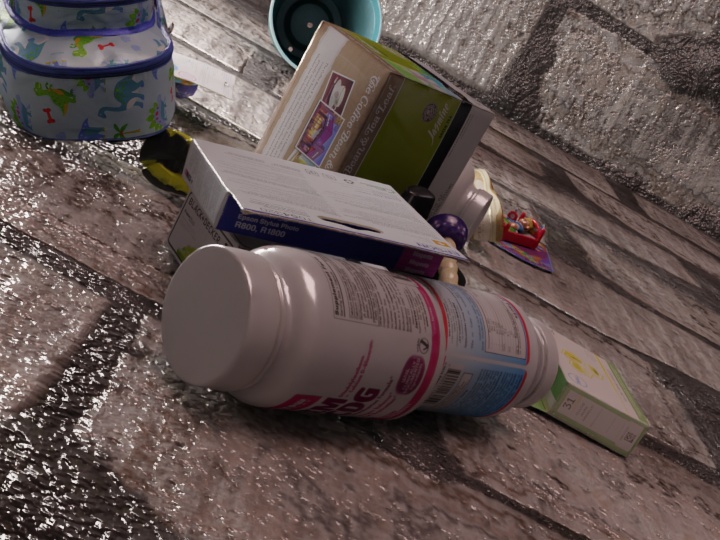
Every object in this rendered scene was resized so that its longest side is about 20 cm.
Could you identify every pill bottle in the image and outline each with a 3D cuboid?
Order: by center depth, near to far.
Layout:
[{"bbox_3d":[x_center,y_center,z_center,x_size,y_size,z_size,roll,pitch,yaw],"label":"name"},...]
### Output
[{"bbox_3d":[-0.039,0.045,0.894,0.198,0.114,0.113,13,23,-46],"label":"pill bottle"},{"bbox_3d":[0.082,0.068,1.054,0.198,0.110,0.109,14,22,-47],"label":"pill bottle"},{"bbox_3d":[0.072,-0.120,1.605,0.199,0.112,0.111,34,16,9],"label":"pill bottle"}]

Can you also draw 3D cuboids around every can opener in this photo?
[{"bbox_3d":[0.010,-0.057,1.274,0.063,0.080,0.199,26,14,26],"label":"can opener"}]

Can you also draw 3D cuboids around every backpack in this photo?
[{"bbox_3d":[-0.266,-0.220,1.182,0.180,0.149,0.201,-6,40,-18],"label":"backpack"}]

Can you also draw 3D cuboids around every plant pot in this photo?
[{"bbox_3d":[-0.078,-0.441,2.195,0.198,0.202,0.188,26,1,-15],"label":"plant pot"}]

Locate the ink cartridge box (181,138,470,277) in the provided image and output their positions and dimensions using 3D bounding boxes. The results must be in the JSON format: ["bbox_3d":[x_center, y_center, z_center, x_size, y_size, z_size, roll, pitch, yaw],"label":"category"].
[{"bbox_3d":[-0.035,-0.044,1.009,0.194,0.044,0.200,12,18,-22],"label":"ink cartridge box"}]

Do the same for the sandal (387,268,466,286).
[{"bbox_3d":[0.072,-0.006,1.373,0.075,0.048,0.200,36,17,20],"label":"sandal"}]

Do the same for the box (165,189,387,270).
[{"bbox_3d":[-0.061,0.001,1.085,0.198,0.061,0.117,18,20,-39],"label":"box"}]

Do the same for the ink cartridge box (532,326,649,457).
[{"bbox_3d":[0.188,0.101,1.265,0.198,0.048,0.146,30,16,-13],"label":"ink cartridge box"}]

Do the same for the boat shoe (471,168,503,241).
[{"bbox_3d":[0.153,-0.096,1.751,0.068,0.075,0.200,-3,20,-5],"label":"boat shoe"}]

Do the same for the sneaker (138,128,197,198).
[{"bbox_3d":[-0.118,-0.080,1.203,0.199,0.075,0.084,35,16,14],"label":"sneaker"}]

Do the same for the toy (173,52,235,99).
[{"bbox_3d":[-0.254,-0.246,1.512,0.198,0.048,0.115,24,20,-12],"label":"toy"}]

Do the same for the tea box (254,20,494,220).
[{"bbox_3d":[0.009,-0.141,1.388,0.195,0.202,0.133,12,24,-50],"label":"tea box"}]

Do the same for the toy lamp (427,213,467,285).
[{"bbox_3d":[0.092,0.016,1.269,0.058,0.058,0.201,25,33,-17],"label":"toy lamp"}]

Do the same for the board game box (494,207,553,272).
[{"bbox_3d":[0.229,-0.069,1.864,0.157,0.039,0.200,30,15,-4],"label":"board game box"}]
